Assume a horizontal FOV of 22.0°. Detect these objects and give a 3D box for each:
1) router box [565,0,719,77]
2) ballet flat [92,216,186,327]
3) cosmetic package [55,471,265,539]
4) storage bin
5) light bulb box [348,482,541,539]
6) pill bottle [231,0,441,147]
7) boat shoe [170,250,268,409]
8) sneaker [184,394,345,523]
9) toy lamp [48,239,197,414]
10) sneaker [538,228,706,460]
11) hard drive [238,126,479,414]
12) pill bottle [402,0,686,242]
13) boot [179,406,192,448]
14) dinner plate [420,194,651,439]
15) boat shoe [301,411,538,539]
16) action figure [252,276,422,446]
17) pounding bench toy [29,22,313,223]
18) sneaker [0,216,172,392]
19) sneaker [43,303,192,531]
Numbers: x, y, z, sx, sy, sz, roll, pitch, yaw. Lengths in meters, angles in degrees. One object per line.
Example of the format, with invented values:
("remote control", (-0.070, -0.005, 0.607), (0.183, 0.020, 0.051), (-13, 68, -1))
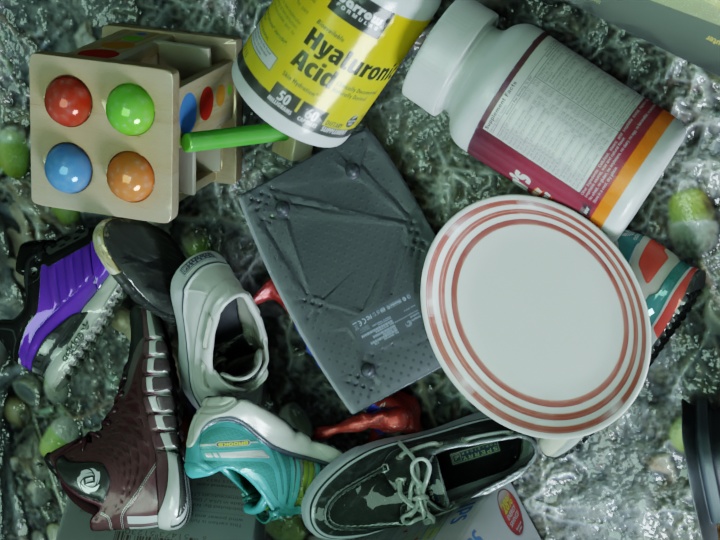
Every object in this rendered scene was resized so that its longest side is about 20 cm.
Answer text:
("router box", (0.264, -0.232, 1.352), (0.199, 0.052, 0.158), (27, 115, 11))
("ballet flat", (-0.162, 0.015, 1.530), (0.057, 0.200, 0.067), (-1, 64, 32))
("cosmetic package", (-0.171, 0.288, 1.578), (0.166, 0.167, 0.201), (5, 126, 1))
("storage bin", (0.331, 0.195, 1.428), (0.134, 0.146, 0.201), (-12, 103, 13))
("light bulb box", (0.041, 0.289, 1.526), (0.199, 0.198, 0.125), (-26, 99, 27))
("pill bottle", (-0.006, -0.203, 1.432), (0.111, 0.111, 0.200), (38, 116, 5))
("boat shoe", (-0.105, 0.070, 1.522), (0.066, 0.072, 0.201), (43, 150, 36))
("sneaker", (-0.066, 0.174, 1.537), (0.200, 0.080, 0.077), (31, 160, -29))
("toy lamp", (-0.204, 0.045, 1.618), (0.200, 0.058, 0.058), (36, 116, 5))
("sneaker", (0.186, 0.055, 1.472), (0.093, 0.070, 0.200), (39, 114, 13))
("hard drive", (0.000, 0.000, 1.506), (0.134, 0.042, 0.201), (-28, 90, 1))
("pill bottle", (0.138, -0.118, 1.406), (0.200, 0.110, 0.110), (34, 116, 8))
("boot", (-0.195, 0.216, 1.664), (0.107, 0.075, 0.200), (41, 116, -2))
("dinner plate", (0.136, 0.034, 1.430), (0.199, 0.024, 0.201), (14, 118, 28))
("boat shoe", (0.050, 0.173, 1.504), (0.198, 0.068, 0.074), (-15, 103, -10))
("action figure", (-0.026, 0.103, 1.566), (0.200, 0.065, 0.099), (42, 110, 4))
("pounding bench toy", (-0.149, -0.115, 1.489), (0.199, 0.156, 0.125), (8, 110, 18))
("sneaker", (-0.239, -0.006, 1.563), (0.099, 0.070, 0.201), (33, 81, 5))
("sneaker", (-0.207, 0.122, 1.528), (0.115, 0.076, 0.201), (-9, 64, -1))
